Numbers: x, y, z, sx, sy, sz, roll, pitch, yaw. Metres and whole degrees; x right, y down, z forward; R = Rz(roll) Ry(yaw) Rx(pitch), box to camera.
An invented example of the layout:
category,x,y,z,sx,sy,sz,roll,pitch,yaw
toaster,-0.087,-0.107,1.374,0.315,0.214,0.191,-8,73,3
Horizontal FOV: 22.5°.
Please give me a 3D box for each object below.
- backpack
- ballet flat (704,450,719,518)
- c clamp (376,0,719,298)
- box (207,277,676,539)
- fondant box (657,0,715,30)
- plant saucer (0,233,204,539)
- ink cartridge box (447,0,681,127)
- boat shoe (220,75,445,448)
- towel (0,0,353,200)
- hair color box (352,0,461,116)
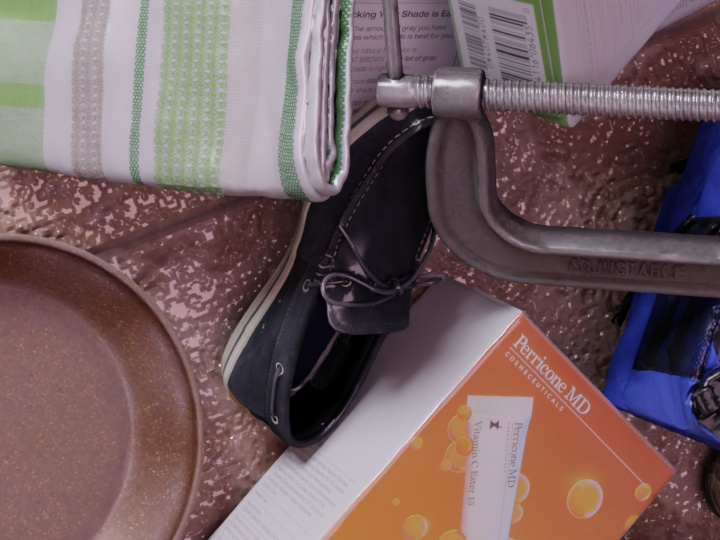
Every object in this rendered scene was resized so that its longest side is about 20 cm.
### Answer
category,x,y,z,sx,sy,sz,roll,pitch,yaw
backpack,0.214,-0.004,0.882,0.162,0.168,0.201,21,88,-24
ballet flat,0.278,0.084,0.974,0.199,0.046,0.068,-22,101,-13
c clamp,0.101,-0.050,0.749,0.199,0.027,0.171,8,133,7
box,0.032,0.122,0.875,0.124,0.097,0.200,44,83,-22
fondant box,0.112,-0.214,0.888,0.144,0.058,0.201,-28,102,-11
plant saucer,-0.171,0.082,0.837,0.200,0.037,0.201,-2,94,-26
ink cartridge box,0.116,-0.167,0.796,0.200,0.059,0.104,-47,143,-29
boat shoe,0.000,0.000,0.832,0.074,0.062,0.200,3,128,-42
towel,-0.089,-0.110,0.775,0.031,0.199,0.150,-3,98,-55
hair color box,0.007,-0.141,0.811,0.100,0.061,0.201,-6,125,-37
